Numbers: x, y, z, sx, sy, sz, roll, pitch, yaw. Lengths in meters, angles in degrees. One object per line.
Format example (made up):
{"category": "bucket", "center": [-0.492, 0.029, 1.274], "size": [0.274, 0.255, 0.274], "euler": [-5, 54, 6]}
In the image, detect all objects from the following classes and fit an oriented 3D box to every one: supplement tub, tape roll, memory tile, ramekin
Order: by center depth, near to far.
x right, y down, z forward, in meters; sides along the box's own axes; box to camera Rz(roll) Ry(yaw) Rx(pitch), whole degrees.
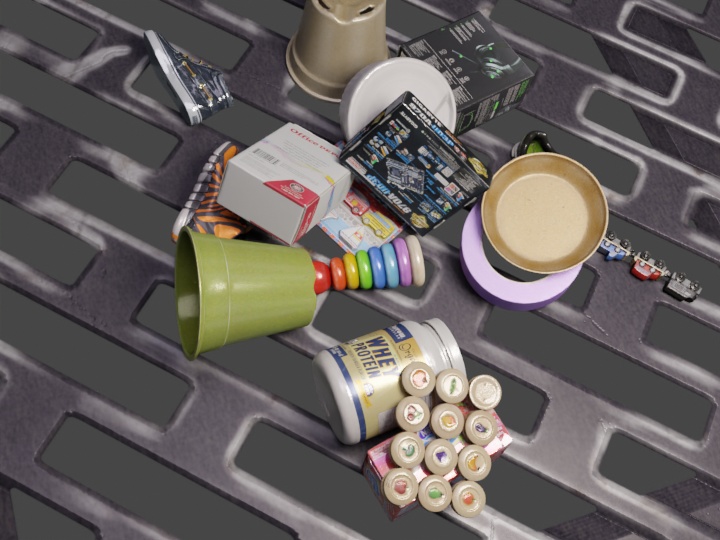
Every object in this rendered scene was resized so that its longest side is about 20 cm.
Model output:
{"category": "memory tile", "center": [0.116, 0.234, 1.239], "size": [0.152, 0.017, 0.201], "euler": [14, 75, -11]}
{"category": "supplement tub", "center": [0.042, 0.159, 1.323], "size": [0.199, 0.145, 0.145], "euler": [-19, 67, -15]}
{"category": "tape roll", "center": [0.264, -0.037, 1.465], "size": [0.199, 0.066, 0.201], "euler": [-1, 77, 4]}
{"category": "ramekin", "center": [0.055, -0.265, 1.519], "size": [0.201, 0.203, 0.094], "euler": [-18, 25, -15]}

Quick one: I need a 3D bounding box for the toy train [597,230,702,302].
{"category": "toy train", "center": [0.486, -0.005, 1.523], "size": [0.199, 0.034, 0.046], "euler": [32, 77, 9]}

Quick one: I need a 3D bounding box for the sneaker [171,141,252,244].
{"category": "sneaker", "center": [-0.222, -0.110, 1.473], "size": [0.112, 0.078, 0.201], "euler": [23, 74, 1]}

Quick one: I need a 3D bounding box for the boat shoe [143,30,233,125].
{"category": "boat shoe", "center": [-0.306, -0.352, 1.584], "size": [0.091, 0.071, 0.201], "euler": [-27, 76, -20]}

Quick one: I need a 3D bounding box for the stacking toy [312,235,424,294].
{"category": "stacking toy", "center": [0.000, 0.000, 1.443], "size": [0.199, 0.085, 0.086], "euler": [-10, 65, -4]}

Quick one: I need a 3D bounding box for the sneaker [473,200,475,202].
{"category": "sneaker", "center": [0.125, -0.177, 1.486], "size": [0.200, 0.071, 0.073], "euler": [28, 98, -31]}

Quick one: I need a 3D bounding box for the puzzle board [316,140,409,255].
{"category": "puzzle board", "center": [-0.016, -0.120, 1.528], "size": [0.200, 0.017, 0.151], "euler": [43, 66, 15]}

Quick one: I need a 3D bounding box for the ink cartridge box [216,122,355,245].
{"category": "ink cartridge box", "center": [-0.112, -0.143, 1.429], "size": [0.145, 0.083, 0.200], "euler": [30, 35, 10]}

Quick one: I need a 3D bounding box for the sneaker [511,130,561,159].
{"category": "sneaker", "center": [0.315, -0.158, 1.546], "size": [0.073, 0.088, 0.201], "euler": [-6, 65, -10]}

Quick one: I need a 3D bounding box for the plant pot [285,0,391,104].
{"category": "plant pot", "center": [-0.031, -0.434, 1.590], "size": [0.199, 0.184, 0.201], "euler": [3, 63, -5]}

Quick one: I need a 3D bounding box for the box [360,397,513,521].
{"category": "box", "center": [0.109, 0.269, 1.301], "size": [0.199, 0.100, 0.096], "euler": [-26, 69, -18]}

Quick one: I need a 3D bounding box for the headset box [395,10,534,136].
{"category": "headset box", "center": [0.190, -0.358, 1.627], "size": [0.199, 0.093, 0.174], "euler": [-29, 70, -21]}

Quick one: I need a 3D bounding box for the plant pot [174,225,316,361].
{"category": "plant pot", "center": [-0.173, 0.031, 1.356], "size": [0.189, 0.200, 0.201], "euler": [-2, 63, -23]}

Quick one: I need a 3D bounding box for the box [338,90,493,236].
{"category": "box", "center": [0.089, -0.166, 1.428], "size": [0.200, 0.159, 0.046], "euler": [41, 39, -16]}

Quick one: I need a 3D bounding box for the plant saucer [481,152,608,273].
{"category": "plant saucer", "center": [0.291, -0.089, 1.424], "size": [0.199, 0.035, 0.201], "euler": [-1, 76, 3]}
